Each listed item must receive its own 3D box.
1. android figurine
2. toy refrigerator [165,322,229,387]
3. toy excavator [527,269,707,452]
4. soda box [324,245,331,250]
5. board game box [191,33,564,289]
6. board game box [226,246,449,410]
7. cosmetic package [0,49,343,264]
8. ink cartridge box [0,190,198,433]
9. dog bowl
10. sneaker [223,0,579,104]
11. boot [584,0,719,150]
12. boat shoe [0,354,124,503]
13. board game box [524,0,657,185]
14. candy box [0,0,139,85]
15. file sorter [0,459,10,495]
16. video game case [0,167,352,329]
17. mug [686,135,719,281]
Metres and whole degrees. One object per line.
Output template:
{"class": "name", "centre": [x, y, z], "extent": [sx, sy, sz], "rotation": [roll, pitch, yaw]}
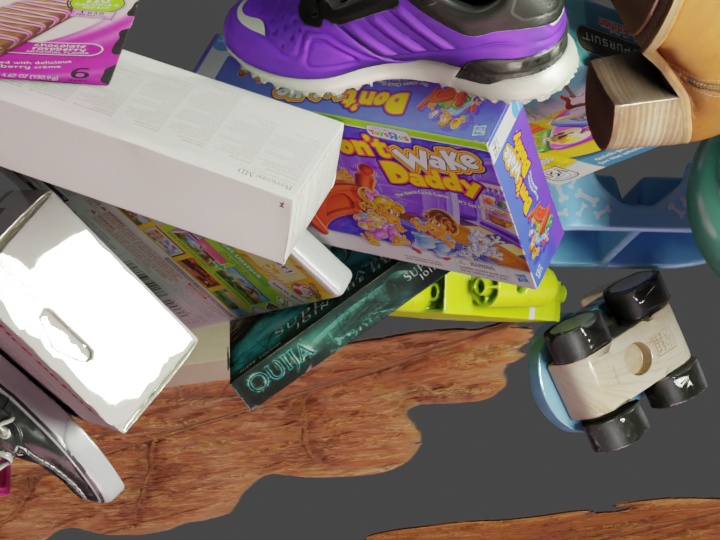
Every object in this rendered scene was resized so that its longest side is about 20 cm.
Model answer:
{"class": "android figurine", "centre": [0.068, 0.016, 1.475], "extent": [0.199, 0.041, 0.181], "rotation": [3, 177, -39]}
{"class": "toy refrigerator", "centre": [-0.155, 0.053, 1.642], "extent": [0.198, 0.077, 0.070], "rotation": [-9, 162, 17]}
{"class": "toy excavator", "centre": [0.191, 0.056, 1.571], "extent": [0.194, 0.100, 0.200], "rotation": [-31, -169, -26]}
{"class": "soda box", "centre": [-0.105, -0.029, 1.348], "extent": [0.199, 0.069, 0.064], "rotation": [-13, 129, 38]}
{"class": "board game box", "centre": [0.009, -0.064, 1.157], "extent": [0.199, 0.045, 0.135], "rotation": [12, 148, 28]}
{"class": "board game box", "centre": [0.000, 0.000, 1.282], "extent": [0.199, 0.028, 0.135], "rotation": [-35, -162, 8]}
{"class": "cosmetic package", "centre": [-0.117, -0.073, 1.094], "extent": [0.199, 0.083, 0.051], "rotation": [19, 127, 10]}
{"class": "ink cartridge box", "centre": [-0.212, 0.023, 1.321], "extent": [0.147, 0.083, 0.200], "rotation": [47, 163, -20]}
{"class": "dog bowl", "centre": [0.188, -0.038, 1.449], "extent": [0.198, 0.050, 0.112], "rotation": [0, 162, -13]}
{"class": "sneaker", "centre": [0.015, -0.149, 1.050], "extent": [0.199, 0.070, 0.100], "rotation": [4, 141, 20]}
{"class": "boot", "centre": [0.209, -0.149, 1.081], "extent": [0.154, 0.074, 0.200], "rotation": [-13, 151, -12]}
{"class": "boat shoe", "centre": [-0.247, 0.098, 1.322], "extent": [0.199, 0.068, 0.073], "rotation": [46, 164, -17]}
{"class": "board game box", "centre": [0.105, -0.111, 1.204], "extent": [0.199, 0.047, 0.151], "rotation": [12, 158, -39]}
{"class": "candy box", "centre": [-0.176, -0.159, 0.984], "extent": [0.135, 0.061, 0.200], "rotation": [2, 161, -14]}
{"class": "file sorter", "centre": [-0.344, 0.063, 1.440], "extent": [0.125, 0.202, 0.138], "rotation": [-14, 160, 41]}
{"class": "video game case", "centre": [-0.127, -0.040, 1.248], "extent": [0.200, 0.023, 0.181], "rotation": [43, 149, -24]}
{"class": "mug", "centre": [0.300, -0.049, 1.259], "extent": [0.184, 0.153, 0.114], "rotation": [-11, 159, 22]}
